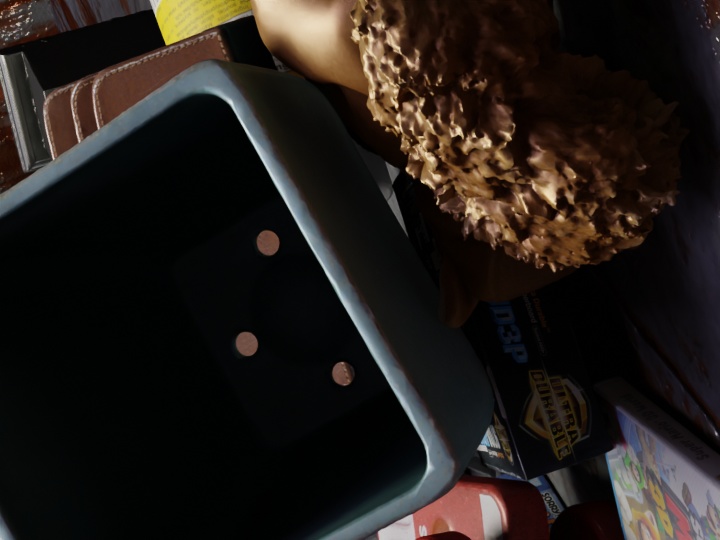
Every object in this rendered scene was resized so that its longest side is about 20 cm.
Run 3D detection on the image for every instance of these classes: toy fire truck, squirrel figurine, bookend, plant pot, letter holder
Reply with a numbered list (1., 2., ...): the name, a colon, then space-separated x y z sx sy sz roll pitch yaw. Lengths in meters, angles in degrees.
1. toy fire truck: 0.063 0.195 1.241 0.168 0.112 0.201 0 98 64
2. squirrel figurine: 0.046 -0.059 0.993 0.200 0.141 0.187 -123 11 -63
3. bookend: -0.118 -0.098 1.609 0.200 0.198 0.092 -128 25 -61
4. plant pot: -0.054 0.032 1.087 0.196 0.196 0.200 60 -160 3
5. letter holder: -0.094 -0.018 1.332 0.101 0.142 0.201 -50 -60 -78

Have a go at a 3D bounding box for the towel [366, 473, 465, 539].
1. towel: -0.046 0.121 1.614 0.171 0.199 0.048 62 179 38

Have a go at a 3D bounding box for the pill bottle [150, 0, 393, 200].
1. pill bottle: -0.053 -0.124 1.461 0.113 0.112 0.201 106 145 -72

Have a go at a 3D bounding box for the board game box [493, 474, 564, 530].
1. board game box: 0.116 0.226 1.369 0.135 0.034 0.201 -121 18 -52

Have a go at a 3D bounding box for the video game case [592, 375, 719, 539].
1. video game case: 0.154 0.139 1.069 0.200 0.018 0.144 -138 32 -70

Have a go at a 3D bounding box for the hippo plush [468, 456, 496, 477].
1. hippo plush: -0.031 0.096 1.510 0.200 0.159 0.161 39 138 -7

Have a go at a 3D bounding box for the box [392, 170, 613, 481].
1. box: 0.064 0.018 1.205 0.200 0.046 0.160 130 122 -86

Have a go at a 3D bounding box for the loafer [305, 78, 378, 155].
1. loafer: 0.011 -0.105 1.319 0.071 0.073 0.200 49 -176 -29
